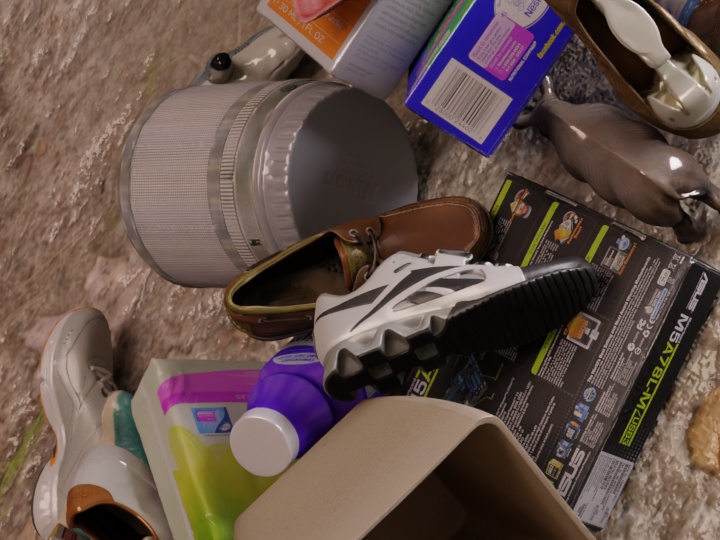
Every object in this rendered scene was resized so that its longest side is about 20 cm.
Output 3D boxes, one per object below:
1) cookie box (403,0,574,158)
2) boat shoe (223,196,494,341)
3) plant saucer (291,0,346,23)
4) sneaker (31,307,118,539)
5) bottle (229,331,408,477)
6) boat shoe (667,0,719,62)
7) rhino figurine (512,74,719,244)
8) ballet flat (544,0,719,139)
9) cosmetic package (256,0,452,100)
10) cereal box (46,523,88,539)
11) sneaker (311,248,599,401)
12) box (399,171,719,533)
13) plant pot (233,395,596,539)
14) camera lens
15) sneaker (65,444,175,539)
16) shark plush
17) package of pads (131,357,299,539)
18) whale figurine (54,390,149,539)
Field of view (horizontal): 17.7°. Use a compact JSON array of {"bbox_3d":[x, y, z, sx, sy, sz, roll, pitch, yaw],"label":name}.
[{"bbox_3d":[0.107,-0.181,1.645,0.171,0.075,0.200,-56,5,11],"label":"cookie box"},{"bbox_3d":[0.000,0.000,1.639,0.200,0.068,0.072,-24,76,4],"label":"boat shoe"},{"bbox_3d":[0.016,-0.297,1.627,0.199,0.037,0.200,-32,61,26],"label":"plant saucer"},{"bbox_3d":[-0.211,0.128,1.906,0.092,0.076,0.201,-8,75,33],"label":"sneaker"},{"bbox_3d":[-0.030,0.083,1.660,0.083,0.200,0.065,-3,110,27],"label":"bottle"},{"bbox_3d":[0.290,-0.224,1.574,0.072,0.072,0.200,46,116,39],"label":"boat shoe"},{"bbox_3d":[0.171,-0.084,1.608,0.200,0.087,0.060,38,100,45],"label":"rhino figurine"},{"bbox_3d":[0.192,-0.144,1.528,0.068,0.200,0.072,-43,30,4],"label":"ballet flat"},{"bbox_3d":[0.025,-0.237,1.672,0.101,0.071,0.200,42,103,37],"label":"cosmetic package"},{"bbox_3d":[-0.178,0.299,1.720,0.144,0.200,0.040,-58,6,10],"label":"cereal box"},{"bbox_3d":[0.060,0.014,1.575,0.199,0.074,0.089,-17,54,1],"label":"sneaker"},{"bbox_3d":[0.134,0.054,1.619,0.193,0.047,0.200,28,94,48],"label":"box"},{"bbox_3d":[0.030,0.198,1.536,0.200,0.200,0.177,-43,27,-7],"label":"plant pot"},{"bbox_3d":[-0.076,-0.066,1.784,0.200,0.160,0.160,0,73,43],"label":"camera lens"},{"bbox_3d":[-0.133,0.215,1.700,0.073,0.200,0.085,-51,12,34],"label":"sneaker"},{"bbox_3d":[-0.106,-0.151,1.946,0.200,0.091,0.083,-35,29,54],"label":"shark plush"},{"bbox_3d":[-0.067,0.155,1.691,0.068,0.154,0.200,-61,38,38],"label":"package of pads"},{"bbox_3d":[-0.172,0.195,1.787,0.103,0.159,0.201,12,90,21],"label":"whale figurine"}]
